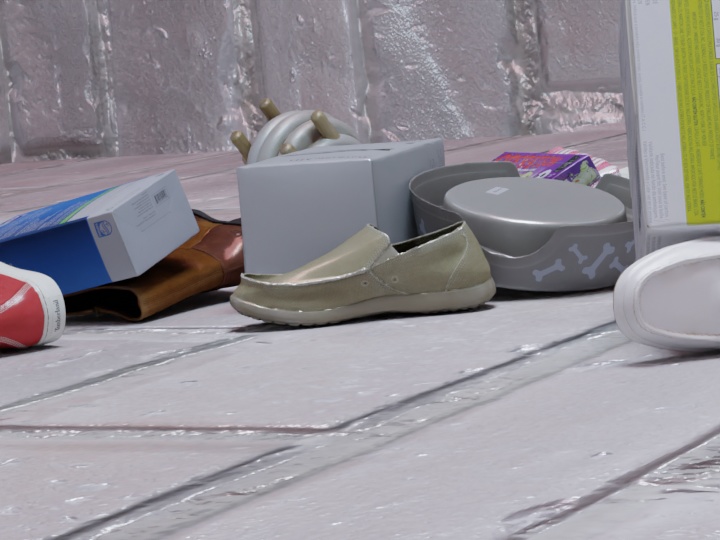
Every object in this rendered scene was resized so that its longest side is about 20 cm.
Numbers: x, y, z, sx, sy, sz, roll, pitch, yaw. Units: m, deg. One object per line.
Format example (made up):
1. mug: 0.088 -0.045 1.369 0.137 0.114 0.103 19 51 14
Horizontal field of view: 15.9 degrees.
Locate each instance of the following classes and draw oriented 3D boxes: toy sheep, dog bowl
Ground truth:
1. toy sheep: -0.062 -0.109 2.696 0.138 0.138 0.200 -9 19 -34
2. dog bowl: 0.136 -0.035 2.031 0.200 0.059 0.200 3 16 -1

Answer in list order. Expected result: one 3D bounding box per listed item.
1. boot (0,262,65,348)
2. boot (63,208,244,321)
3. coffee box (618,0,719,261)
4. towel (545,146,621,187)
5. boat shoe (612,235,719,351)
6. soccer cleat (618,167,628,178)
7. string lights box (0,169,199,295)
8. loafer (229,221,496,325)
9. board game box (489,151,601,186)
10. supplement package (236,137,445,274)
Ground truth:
1. boot: -0.336 0.030 1.931 0.144 0.073 0.200 -12 13 -40
2. boot: -0.184 0.011 2.137 0.188 0.069 0.200 6 21 39
3. coffee box: 0.279 -0.096 1.720 0.197 0.200 0.200 -4 -17 4
4. towel: 0.146 -0.055 2.267 0.146 0.030 0.200 -33 12 -4
5. boat shoe: 0.257 0.013 1.597 0.200 0.071 0.069 -5 4 -16
6. soccer cleat: 0.269 -0.058 2.285 0.077 0.069 0.200 2 6 29
7. string lights box: -0.242 -0.019 2.080 0.200 0.059 0.103 -14 14 32
8. loafer: 0.000 0.000 1.928 0.200 0.068 0.076 -6 6 -6
9. board game box: 0.119 -0.061 2.225 0.120 0.032 0.200 -30 11 -14
10. supplement package: -0.009 -0.040 2.079 0.117 0.117 0.200 -2 7 18
